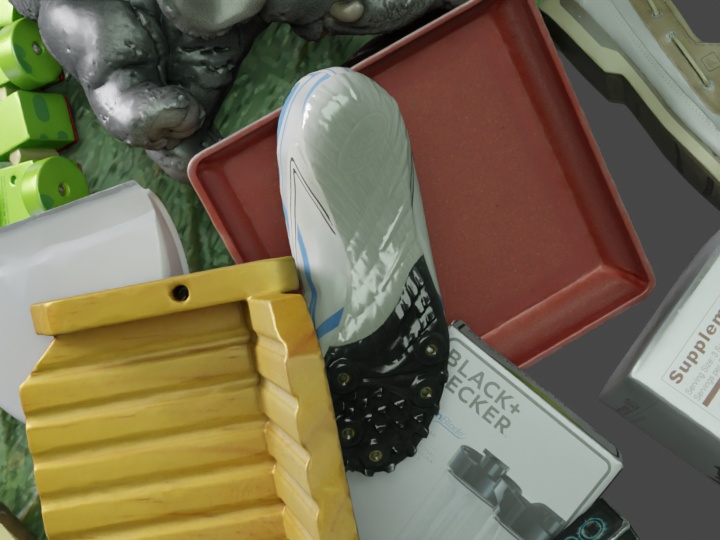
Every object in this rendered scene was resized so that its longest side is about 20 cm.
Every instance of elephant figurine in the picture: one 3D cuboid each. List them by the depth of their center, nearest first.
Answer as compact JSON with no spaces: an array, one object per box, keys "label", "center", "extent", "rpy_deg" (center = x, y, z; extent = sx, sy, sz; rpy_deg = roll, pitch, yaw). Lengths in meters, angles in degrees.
[{"label":"elephant figurine","center":[-0.061,-0.156,0.870],"extent":[0.200,0.155,0.142],"rpy_deg":[-44,49,15]}]

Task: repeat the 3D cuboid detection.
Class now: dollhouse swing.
[{"label":"dollhouse swing","center":[-0.082,0.105,0.751],"extent":[0.181,0.176,0.201],"rpy_deg":[-10,92,7]}]

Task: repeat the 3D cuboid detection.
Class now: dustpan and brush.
[{"label":"dustpan and brush","center":[-0.138,0.066,0.876],"extent":[0.139,0.057,0.201],"rpy_deg":[-19,93,7]}]

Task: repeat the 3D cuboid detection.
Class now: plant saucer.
[{"label":"plant saucer","center":[0.035,-0.026,0.881],"extent":[0.199,0.037,0.200],"rpy_deg":[-30,113,-4]}]

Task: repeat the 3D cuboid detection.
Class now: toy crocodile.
[{"label":"toy crocodile","center":[-0.185,-0.075,0.920],"extent":[0.067,0.062,0.201],"rpy_deg":[-16,80,37]}]

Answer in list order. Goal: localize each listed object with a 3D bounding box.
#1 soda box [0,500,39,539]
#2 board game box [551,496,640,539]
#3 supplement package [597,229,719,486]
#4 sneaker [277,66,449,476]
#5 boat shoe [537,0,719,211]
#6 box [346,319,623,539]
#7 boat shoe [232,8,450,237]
[{"label":"soda box","center":[-0.252,0.113,0.881],"extent":[0.200,0.068,0.064],"rpy_deg":[43,82,7]},{"label":"board game box","center":[0.077,0.221,0.837],"extent":[0.200,0.135,0.028],"rpy_deg":[-39,40,-6]},{"label":"supplement package","center":[0.243,0.074,0.860],"extent":[0.200,0.117,0.118],"rpy_deg":[36,82,6]},{"label":"sneaker","center":[0.000,0.000,0.811],"extent":[0.072,0.072,0.201],"rpy_deg":[-8,99,-10]},{"label":"boat shoe","center":[0.188,-0.097,0.911],"extent":[0.068,0.075,0.200],"rpy_deg":[-42,82,-1]},{"label":"box","center":[0.031,0.137,0.858],"extent":[0.117,0.060,0.200],"rpy_deg":[40,95,5]},{"label":"boat shoe","center":[0.009,-0.077,0.918],"extent":[0.202,0.075,0.075],"rpy_deg":[-38,109,-3]}]
